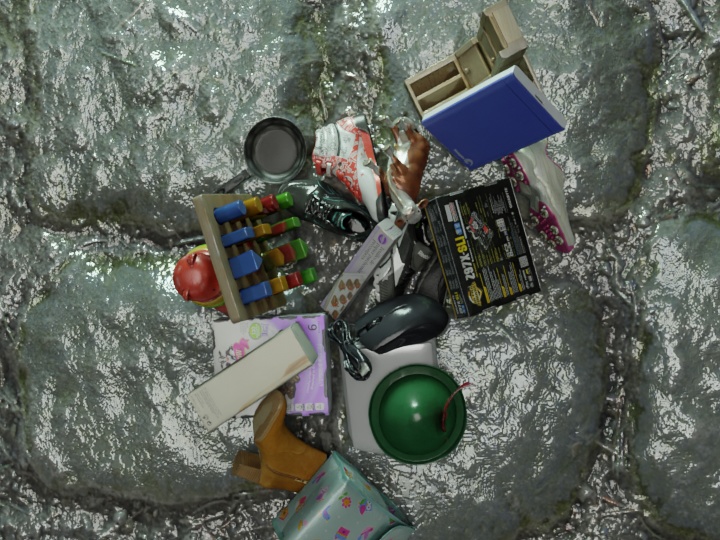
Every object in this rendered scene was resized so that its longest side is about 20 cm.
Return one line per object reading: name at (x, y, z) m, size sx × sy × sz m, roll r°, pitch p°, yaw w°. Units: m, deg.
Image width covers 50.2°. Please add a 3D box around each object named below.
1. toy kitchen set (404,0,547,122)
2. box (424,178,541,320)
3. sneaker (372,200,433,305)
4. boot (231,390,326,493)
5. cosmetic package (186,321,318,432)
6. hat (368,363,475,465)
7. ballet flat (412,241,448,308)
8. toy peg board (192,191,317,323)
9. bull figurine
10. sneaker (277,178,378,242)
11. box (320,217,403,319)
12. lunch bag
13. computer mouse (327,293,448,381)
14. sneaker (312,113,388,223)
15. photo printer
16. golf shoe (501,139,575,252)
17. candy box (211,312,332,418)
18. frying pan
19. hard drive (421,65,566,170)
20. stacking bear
toy kitchen set at (0.184, -0.291, 1.238) m, size 0.178 × 0.200 × 0.166 m, roll -27°, pitch 88°, yaw 3°
box at (0.204, -0.038, 1.278) m, size 0.157 × 0.049 × 0.204 m, roll -17°, pitch 90°, yaw -24°
sneaker at (0.077, -0.019, 1.298) m, size 0.089 × 0.066 × 0.204 m, roll 10°, pitch 89°, yaw 36°
boot at (-0.117, 0.290, 1.287) m, size 0.142 × 0.071 × 0.203 m, roll 17°, pitch 121°, yaw -22°
cosmetic package at (-0.170, 0.168, 1.237) m, size 0.198 × 0.105 × 0.072 m, roll -33°, pitch 90°, yaw 4°
hat at (0.093, 0.245, 1.174) m, size 0.162 × 0.176 × 0.204 m, roll -8°, pitch 104°, yaw 2°
ballet flat at (0.120, 0.036, 1.313) m, size 0.065 × 0.057 × 0.204 m, roll 14°, pitch 92°, yaw 3°
toy peg board at (-0.158, -0.038, 1.247) m, size 0.096 × 0.199 × 0.204 m, roll -19°, pitch 90°, yaw 16°
bull figurine at (0.067, -0.168, 1.262) m, size 0.064 × 0.202 × 0.122 m, roll -19°, pitch 128°, yaw 31°
sneaker at (-0.051, -0.106, 1.312) m, size 0.196 × 0.079 × 0.077 m, roll 20°, pitch 98°, yaw 5°
box at (0.000, 0.000, 1.281) m, size 0.039 × 0.041 × 0.201 m, roll 41°, pitch 125°, yaw 7°
lunch bag at (-0.021, 0.439, 1.289) m, size 0.170 × 0.122 × 0.200 m, roll -46°, pitch 111°, yaw -1°
computer mouse at (0.051, 0.088, 1.241) m, size 0.197 × 0.139 × 0.053 m, roll -20°, pitch 131°, yaw -13°
sneaker at (-0.020, -0.161, 1.305) m, size 0.106 × 0.067 × 0.205 m, roll -14°, pitch 72°, yaw 5°
photo printer at (0.053, 0.211, 1.295) m, size 0.163 × 0.070 × 0.204 m, roll -5°, pitch 103°, yaw 4°
golf shoe at (0.320, -0.130, 1.295) m, size 0.091 × 0.075 × 0.202 m, roll -31°, pitch 97°, yaw -16°
candy box at (-0.150, 0.163, 1.322) m, size 0.195 × 0.072 × 0.172 m, roll -3°, pitch 90°, yaw 4°
frying pan at (-0.168, -0.176, 1.345) m, size 0.114 × 0.031 × 0.192 m, roll 31°, pitch 95°, yaw 3°
hard drive at (0.210, -0.237, 1.229) m, size 0.131 × 0.198 × 0.026 m, roll 37°, pitch 57°, yaw -25°
stacking bear at (-0.249, 0.010, 1.265) m, size 0.112 × 0.200 × 0.124 m, roll 16°, pitch 91°, yaw 3°
